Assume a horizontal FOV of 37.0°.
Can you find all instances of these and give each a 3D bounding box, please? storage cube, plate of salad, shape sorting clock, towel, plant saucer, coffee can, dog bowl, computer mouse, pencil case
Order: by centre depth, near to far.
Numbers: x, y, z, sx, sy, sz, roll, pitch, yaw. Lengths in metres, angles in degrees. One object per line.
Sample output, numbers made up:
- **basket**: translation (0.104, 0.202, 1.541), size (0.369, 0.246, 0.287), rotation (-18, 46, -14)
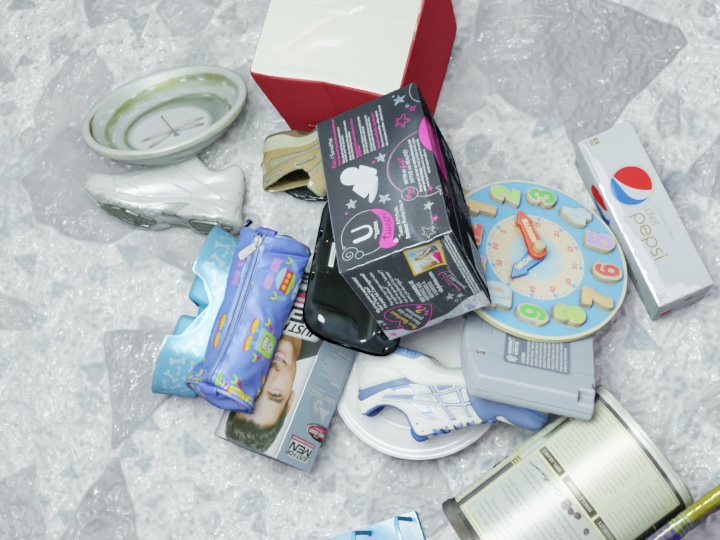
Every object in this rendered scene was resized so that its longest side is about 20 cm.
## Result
- **towel**: translation (0.297, 0.259, 1.039), size (0.200, 0.144, 0.023), rotation (-38, 69, 2)
- **coffee can**: translation (0.202, 0.231, 1.063), size (0.200, 0.146, 0.147), rotation (-37, 73, 1)
- **shape sorting clock**: translation (0.181, -0.015, 1.116), size (0.199, 0.039, 0.201), rotation (4, 55, -5)
- **pencil case**: translation (-0.118, 0.047, 1.133), size (0.078, 0.087, 0.201), rotation (12, 74, 25)
- **plate of salad**: translation (0.065, 0.108, 1.173), size (0.199, 0.048, 0.201), rotation (-3, 68, 7)
- **storage cube**: translation (-0.002, -0.252, 1.204), size (0.170, 0.180, 0.201), rotation (13, 81, 14)
- **dog bowl**: translation (-0.174, 0.051, 1.207), size (0.049, 0.111, 0.201), rotation (21, 81, 1)
- **computer mouse**: translation (-0.010, -0.062, 1.242), size (0.200, 0.034, 0.059), rotation (32, 75, 24)
- **plant saucer**: translation (-0.225, -0.173, 1.269), size (0.199, 0.050, 0.200), rotation (-8, 38, 6)

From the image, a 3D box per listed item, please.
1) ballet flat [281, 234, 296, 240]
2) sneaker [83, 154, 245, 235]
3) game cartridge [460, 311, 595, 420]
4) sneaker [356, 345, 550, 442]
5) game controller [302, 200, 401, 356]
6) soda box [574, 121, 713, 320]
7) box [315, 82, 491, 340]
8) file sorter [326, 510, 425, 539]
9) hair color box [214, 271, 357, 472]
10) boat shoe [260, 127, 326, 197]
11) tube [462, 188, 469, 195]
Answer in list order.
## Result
- **ballet flat**: translation (-0.119, 0.050, 1.215), size (0.070, 0.065, 0.201), rotation (12, 79, 17)
- **sneaker**: translation (-0.226, -0.100, 1.277), size (0.199, 0.078, 0.100), rotation (9, 70, 7)
- **game cartridge**: translation (0.169, 0.074, 1.091), size (0.133, 0.200, 0.042), rotation (9, 119, 7)
- **sneaker**: translation (0.092, 0.139, 1.103), size (0.199, 0.075, 0.088), rotation (16, 85, 20)
- **game controller**: translation (0.000, 0.000, 1.130), size (0.104, 0.042, 0.200), rotation (12, 48, -4)
- **soda box**: translation (0.299, -0.054, 1.152), size (0.063, 0.068, 0.201), rotation (-24, 73, 2)
- **box**: translation (0.039, -0.057, 1.054), size (0.114, 0.132, 0.201), rotation (-20, 50, 13)
- **file sorter**: translation (-0.022, 0.343, 1.096), size (0.199, 0.123, 0.139), rotation (-20, 74, 6)
- **hair color box**: translation (-0.069, 0.105, 1.162), size (0.099, 0.061, 0.201), rotation (11, 74, 41)
- **boat shoe**: translation (-0.035, -0.117, 1.195), size (0.200, 0.072, 0.076), rotation (-6, 67, 47)
- **tube**: translation (0.100, -0.068, 1.204), size (0.200, 0.052, 0.058), rotation (33, 96, 15)
